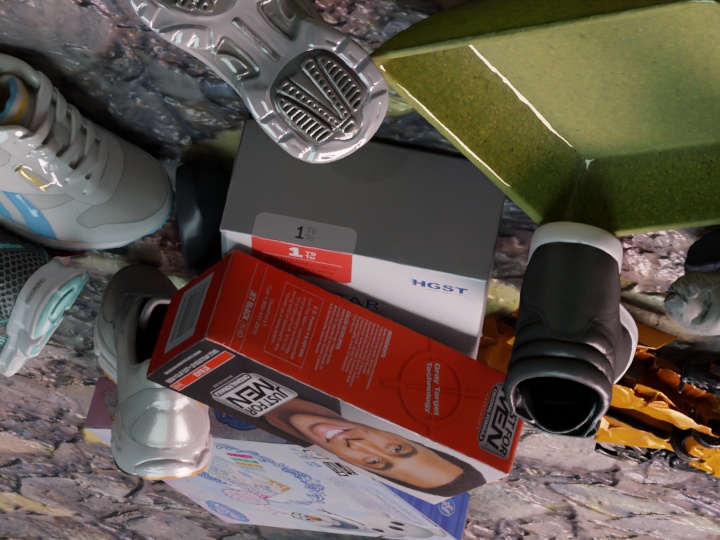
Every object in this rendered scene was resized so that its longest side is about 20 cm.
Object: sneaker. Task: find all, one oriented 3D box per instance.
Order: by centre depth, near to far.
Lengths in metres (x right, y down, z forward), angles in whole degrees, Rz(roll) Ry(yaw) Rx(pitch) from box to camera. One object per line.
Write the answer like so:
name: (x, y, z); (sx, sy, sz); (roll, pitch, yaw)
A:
sneaker: (-0.073, -0.139, 1.210); (0.200, 0.078, 0.099); (52, 178, -29)
sneaker: (0.115, 0.056, 1.396); (0.071, 0.099, 0.200); (9, 158, 10)
sneaker: (-0.191, -0.072, 1.410); (0.200, 0.077, 0.081); (23, 153, -25)
sneaker: (-0.223, 0.007, 1.501); (0.091, 0.078, 0.200); (35, 164, -6)
sneaker: (-0.123, 0.040, 1.535); (0.076, 0.200, 0.092); (0, 122, -14)

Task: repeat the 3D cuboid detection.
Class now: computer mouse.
computer mouse: (-0.087, -0.009, 1.520); (0.034, 0.059, 0.200); (-4, 156, 1)

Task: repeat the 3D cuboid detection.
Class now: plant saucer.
plant saucer: (0.139, -0.089, 1.243); (0.200, 0.048, 0.200); (-6, 149, 36)

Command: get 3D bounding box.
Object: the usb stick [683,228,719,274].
usb stick: (0.271, 0.028, 1.446); (0.200, 0.033, 0.055); (29, 150, -32)

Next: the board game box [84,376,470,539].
board game box: (-0.055, 0.133, 1.709); (0.199, 0.043, 0.200); (1, 157, 30)

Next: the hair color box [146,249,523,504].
hair color box: (-0.012, 0.065, 1.434); (0.200, 0.061, 0.102); (24, 156, -17)

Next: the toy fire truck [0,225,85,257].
toy fire truck: (-0.272, -0.062, 1.501); (0.141, 0.049, 0.200); (-7, 151, 40)

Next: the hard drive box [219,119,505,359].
hard drive box: (0.000, 0.000, 1.468); (0.156, 0.077, 0.200); (11, 155, 4)

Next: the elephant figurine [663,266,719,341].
elephant figurine: (0.243, 0.015, 1.309); (0.200, 0.142, 0.155); (3, 141, -4)

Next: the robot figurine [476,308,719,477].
robot figurine: (0.176, 0.074, 1.562); (0.200, 0.058, 0.145); (20, 155, -14)
